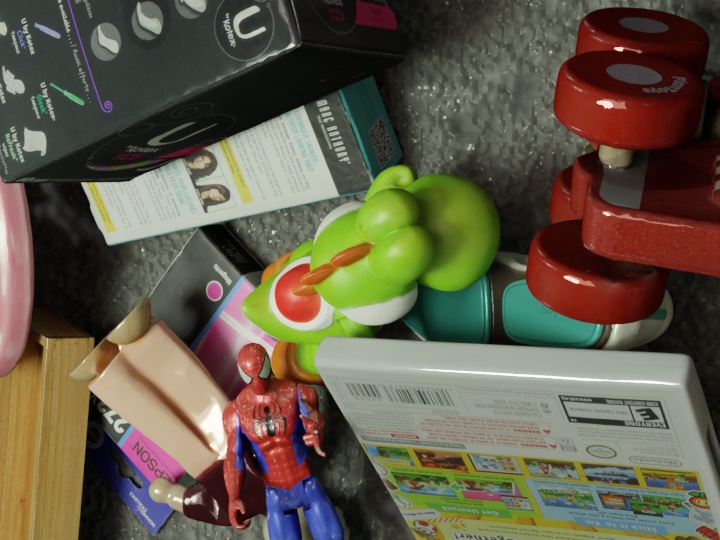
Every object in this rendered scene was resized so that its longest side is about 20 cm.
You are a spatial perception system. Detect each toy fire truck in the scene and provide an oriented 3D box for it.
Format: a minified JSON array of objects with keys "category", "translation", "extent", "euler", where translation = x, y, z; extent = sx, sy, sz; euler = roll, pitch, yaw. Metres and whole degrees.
[{"category":"toy fire truck","translation":[0.175,-0.046,0.714],"extent":[0.167,0.200,0.113],"euler":[12,117,10]}]

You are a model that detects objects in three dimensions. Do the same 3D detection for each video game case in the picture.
[{"category":"video game case","translation":[0.095,0.102,0.798],"extent":[0.199,0.023,0.182],"euler":[1,139,28]}]

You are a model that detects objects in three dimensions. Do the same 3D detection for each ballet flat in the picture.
[{"category":"ballet flat","translation":[0.092,0.018,0.824],"extent":[0.200,0.069,0.070],"euler":[7,99,56]}]

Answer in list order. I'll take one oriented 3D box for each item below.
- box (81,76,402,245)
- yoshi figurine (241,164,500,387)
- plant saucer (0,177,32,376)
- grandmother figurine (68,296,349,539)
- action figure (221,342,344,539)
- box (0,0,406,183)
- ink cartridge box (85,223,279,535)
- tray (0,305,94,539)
[{"category":"box","translation":[-0.081,-0.077,0.910],"extent":[0.199,0.049,0.083],"euler":[-10,113,28]},{"category":"yoshi figurine","translation":[0.015,0.002,0.825],"extent":[0.112,0.112,0.200],"euler":[36,156,-6]},{"category":"plant saucer","translation":[-0.271,-0.026,0.972],"extent":[0.200,0.051,0.201],"euler":[21,116,55]},{"category":"grandmother figurine","translation":[-0.085,0.113,0.911],"extent":[0.200,0.061,0.121],"euler":[45,128,-5]},{"category":"action figure","translation":[-0.036,0.140,0.842],"extent":[0.065,0.099,0.201],"euler":[-15,102,4]},{"category":"box","translation":[-0.097,-0.127,0.801],"extent":[0.199,0.122,0.106],"euler":[-20,85,28]},{"category":"ink cartridge box","translation":[-0.119,0.075,0.970],"extent":[0.095,0.037,0.200],"euler":[45,115,17]},{"category":"tray","translation":[-0.217,0.132,1.003],"extent":[0.099,0.037,0.201],"euler":[21,106,57]}]
